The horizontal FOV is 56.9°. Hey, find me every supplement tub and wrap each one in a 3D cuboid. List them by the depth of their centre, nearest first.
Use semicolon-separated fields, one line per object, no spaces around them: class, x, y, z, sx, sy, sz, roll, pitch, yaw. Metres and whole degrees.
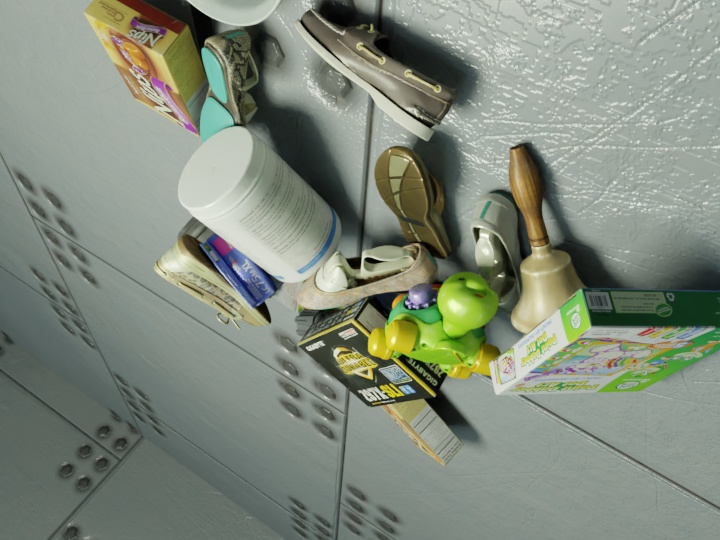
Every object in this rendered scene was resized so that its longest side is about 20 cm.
supplement tub;-0.128;-0.082;0.891;0.132;0.132;0.200;9;157;39

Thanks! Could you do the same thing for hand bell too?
hand bell;0.195;-0.041;0.728;0.104;0.104;0.201;3;120;44

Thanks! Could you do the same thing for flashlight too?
flashlight;-0.012;0.091;1.060;0.199;0.068;0.068;3;114;28

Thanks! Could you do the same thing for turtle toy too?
turtle toy;0.101;0.064;0.807;0.145;0.102;0.200;16;163;-11

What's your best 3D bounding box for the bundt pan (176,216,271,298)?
bundt pan;-0.245;-0.005;1.159;0.202;0.076;0.202;41;161;18

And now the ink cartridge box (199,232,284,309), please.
ink cartridge box;-0.164;-0.016;0.995;0.120;0.042;0.200;53;-169;-5

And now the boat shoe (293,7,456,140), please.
boat shoe;0.013;-0.219;0.697;0.200;0.072;0.060;44;109;17

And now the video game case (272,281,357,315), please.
video game case;-0.077;0.029;1.127;0.182;0.023;0.200;33;146;11

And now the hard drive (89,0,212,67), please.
hard drive;-0.278;-0.358;0.853;0.199;0.033;0.140;26;145;20

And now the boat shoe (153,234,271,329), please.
boat shoe;-0.205;0.026;0.953;0.200;0.063;0.073;46;-169;-38

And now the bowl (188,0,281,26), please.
bowl;-0.123;-0.353;0.646;0.200;0.090;0.202;27;145;21

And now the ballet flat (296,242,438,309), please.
ballet flat;0.000;0.000;0.871;0.199;0.068;0.067;-14;141;12

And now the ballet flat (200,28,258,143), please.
ballet flat;-0.163;-0.227;0.855;0.068;0.075;0.200;46;152;12

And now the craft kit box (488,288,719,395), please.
craft kit box;0.269;0.081;0.706;0.199;0.049;0.198;1;154;-16

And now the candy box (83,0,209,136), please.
candy box;-0.264;-0.266;0.867;0.116;0.057;0.200;30;165;7

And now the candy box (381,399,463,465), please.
candy box;0.080;0.240;1.160;0.200;0.055;0.115;49;168;-15

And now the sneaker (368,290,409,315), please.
sneaker;0.077;0.049;0.951;0.200;0.082;0.074;42;171;14

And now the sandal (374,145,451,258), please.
sandal;0.074;-0.087;0.811;0.080;0.054;0.200;23;159;34

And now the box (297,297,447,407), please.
box;0.012;0.127;0.972;0.160;0.049;0.200;41;151;-12

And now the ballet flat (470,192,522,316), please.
ballet flat;0.165;0.000;0.802;0.069;0.069;0.201;13;139;36
